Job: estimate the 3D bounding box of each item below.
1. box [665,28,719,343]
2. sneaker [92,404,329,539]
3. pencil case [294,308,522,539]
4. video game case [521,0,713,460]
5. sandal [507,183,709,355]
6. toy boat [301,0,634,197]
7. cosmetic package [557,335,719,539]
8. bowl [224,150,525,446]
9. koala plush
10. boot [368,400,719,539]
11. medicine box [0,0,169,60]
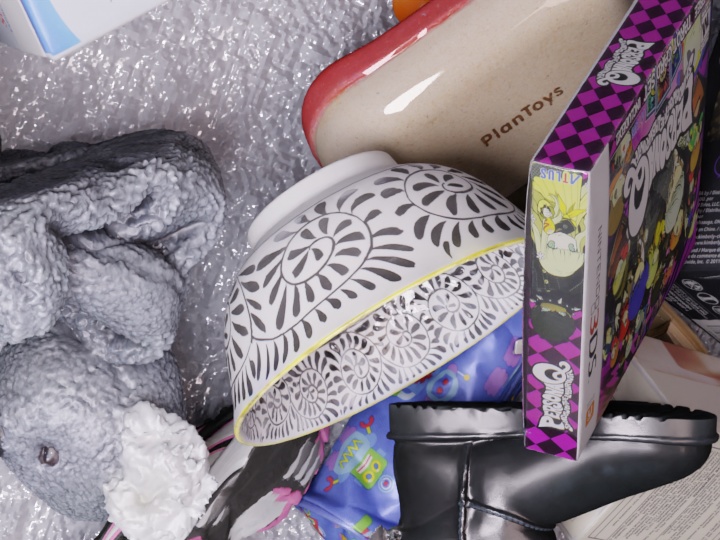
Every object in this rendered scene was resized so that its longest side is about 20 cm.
[{"bbox_3d":[0.261,-0.058,1.508,0.122,0.106,0.201,37,67,-35],"label":"box"},{"bbox_3d":[-0.095,0.116,1.426,0.200,0.086,0.081,-50,149,-31],"label":"sneaker"},{"bbox_3d":[0.048,0.080,1.481,0.078,0.087,0.201,39,84,-39],"label":"pencil case"},{"bbox_3d":[0.134,-0.033,1.332,0.200,0.036,0.182,-54,152,-47],"label":"video game case"},{"bbox_3d":[0.148,-0.015,1.533,0.212,0.077,0.070,51,47,-32],"label":"sandal"},{"bbox_3d":[0.055,-0.122,1.422,0.199,0.131,0.131,-34,138,7],"label":"toy boat"},{"bbox_3d":[0.191,0.109,1.507,0.199,0.087,0.104,18,119,-47],"label":"cosmetic package"},{"bbox_3d":[0.000,0.000,1.345,0.200,0.201,0.095,-26,76,-19],"label":"bowl"},{"bbox_3d":[-0.142,0.040,1.338,0.183,0.177,0.201,-18,105,-32],"label":"koala plush"},{"bbox_3d":[0.097,0.152,1.390,0.197,0.073,0.164,-1,91,19],"label":"boot"},{"bbox_3d":[-0.126,-0.235,1.319,0.199,0.103,0.183,-30,112,-18],"label":"medicine box"}]
